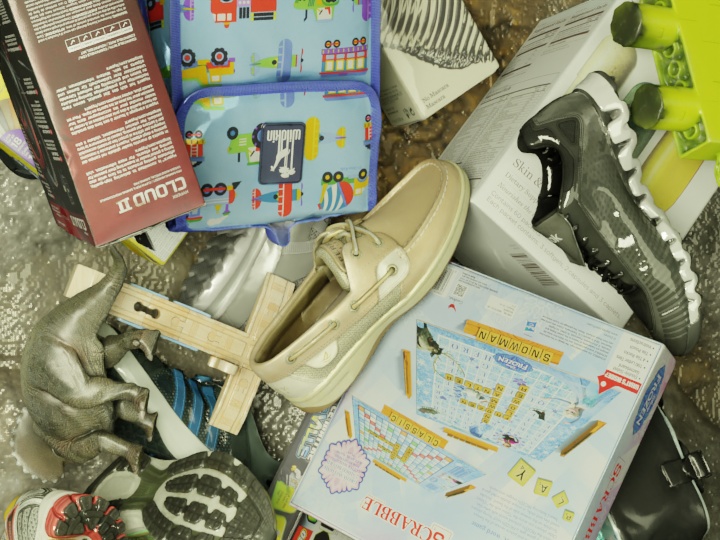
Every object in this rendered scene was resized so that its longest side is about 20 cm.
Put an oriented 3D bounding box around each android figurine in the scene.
[{"bbox_3d":[0.267,-0.139,0.980,0.198,0.041,0.184,1,70,-32],"label":"android figurine"}]

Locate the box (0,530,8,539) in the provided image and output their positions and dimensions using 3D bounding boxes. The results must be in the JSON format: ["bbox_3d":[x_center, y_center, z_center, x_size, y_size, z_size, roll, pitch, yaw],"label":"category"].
[{"bbox_3d":[-0.231,0.282,0.979,0.118,0.041,0.202,26,85,-17],"label":"box"}]

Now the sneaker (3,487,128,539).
[{"bbox_3d":[-0.193,0.237,0.938,0.077,0.082,0.202,-21,113,-46],"label":"sneaker"}]

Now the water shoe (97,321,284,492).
[{"bbox_3d":[-0.128,0.105,1.007,0.201,0.071,0.079,52,51,-13],"label":"water shoe"}]

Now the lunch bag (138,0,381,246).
[{"bbox_3d":[-0.067,-0.117,0.937,0.149,0.094,0.203,-9,103,-25],"label":"lunch bag"}]

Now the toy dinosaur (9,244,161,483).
[{"bbox_3d":[-0.186,0.077,0.910,0.101,0.077,0.202,8,127,1],"label":"toy dinosaur"}]

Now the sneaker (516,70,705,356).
[{"bbox_3d":[0.163,-0.027,0.936,0.090,0.066,0.202,-23,93,-13],"label":"sneaker"}]

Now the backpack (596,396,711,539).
[{"bbox_3d":[0.147,0.158,1.015,0.149,0.200,0.179,-19,72,-15],"label":"backpack"}]

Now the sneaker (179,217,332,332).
[{"bbox_3d":[-0.050,-0.034,1.029,0.082,0.075,0.201,40,86,-28],"label":"sneaker"}]

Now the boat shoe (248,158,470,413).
[{"bbox_3d":[0.000,0.000,0.938,0.065,0.072,0.201,40,85,-36],"label":"boat shoe"}]

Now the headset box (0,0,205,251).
[{"bbox_3d":[-0.170,-0.106,0.849,0.074,0.148,0.202,-22,104,-18],"label":"headset box"}]

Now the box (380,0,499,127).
[{"bbox_3d":[0.016,-0.215,1.041,0.082,0.068,0.201,-35,101,-15],"label":"box"}]

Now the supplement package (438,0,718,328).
[{"bbox_3d":[0.165,-0.080,1.047,0.151,0.150,0.201,40,78,-13],"label":"supplement package"}]

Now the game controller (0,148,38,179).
[{"bbox_3d":[-0.187,-0.153,0.997,0.199,0.042,0.105,-34,86,-16],"label":"game controller"}]

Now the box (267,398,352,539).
[{"bbox_3d":[-0.004,0.126,1.021,0.202,0.034,0.110,-64,148,-9],"label":"box"}]

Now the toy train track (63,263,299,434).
[{"bbox_3d":[-0.107,0.044,0.955,0.198,0.032,0.116,24,83,-22],"label":"toy train track"}]

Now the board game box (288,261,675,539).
[{"bbox_3d":[0.078,0.109,0.917,0.201,0.199,0.041,-62,147,-8],"label":"board game box"}]

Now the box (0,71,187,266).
[{"bbox_3d":[-0.184,-0.108,0.948,0.200,0.048,0.118,40,81,-24],"label":"box"}]

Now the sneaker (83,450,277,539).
[{"bbox_3d":[-0.111,0.176,0.949,0.089,0.199,0.077,50,61,-29],"label":"sneaker"}]
